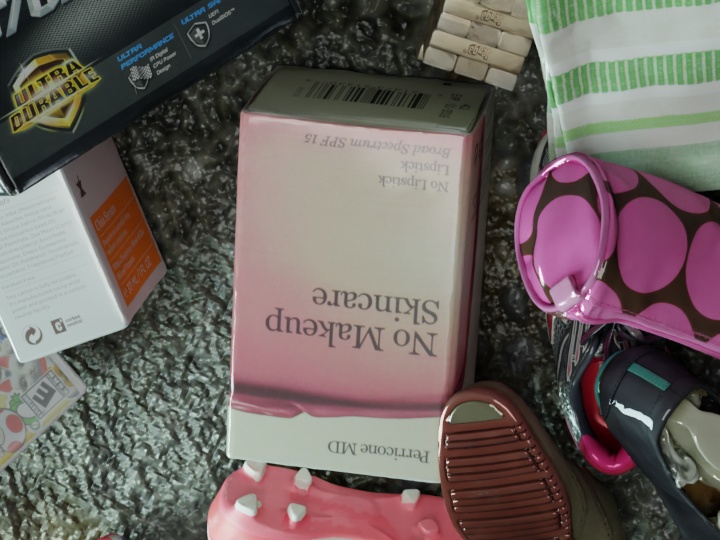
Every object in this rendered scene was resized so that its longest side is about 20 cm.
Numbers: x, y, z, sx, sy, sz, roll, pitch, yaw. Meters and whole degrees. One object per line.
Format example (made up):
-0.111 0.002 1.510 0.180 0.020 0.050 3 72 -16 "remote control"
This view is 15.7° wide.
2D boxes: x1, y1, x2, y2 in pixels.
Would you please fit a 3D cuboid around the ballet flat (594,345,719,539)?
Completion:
0.197 0.114 1.409 0.073 0.073 0.200 -28 129 17 "ballet flat"

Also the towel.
0.160 -0.112 1.307 0.152 0.023 0.201 -7 136 8 "towel"

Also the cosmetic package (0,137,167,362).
-0.184 -0.063 1.443 0.071 0.101 0.201 -19 105 15 "cosmetic package"

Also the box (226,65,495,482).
0.000 0.000 1.427 0.127 0.109 0.201 6 109 8 "box"

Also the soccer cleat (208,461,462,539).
0.009 0.165 1.501 0.199 0.067 0.077 15 136 -2 "soccer cleat"

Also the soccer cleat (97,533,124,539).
-0.206 0.229 1.572 0.199 0.067 0.077 -28 70 23 "soccer cleat"

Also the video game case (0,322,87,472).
-0.283 0.052 1.476 0.182 0.023 0.200 -44 97 -24 "video game case"

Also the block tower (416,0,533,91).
0.086 -0.192 1.372 0.054 0.058 0.201 17 112 -5 "block tower"

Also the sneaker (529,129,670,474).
0.138 0.013 1.425 0.080 0.075 0.201 -8 106 12 "sneaker"

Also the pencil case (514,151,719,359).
0.172 0.008 1.359 0.199 0.094 0.091 18 159 -32 "pencil case"

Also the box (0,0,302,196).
-0.148 -0.155 1.367 0.200 0.046 0.160 -34 107 -24 "box"

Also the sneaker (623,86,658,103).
0.183 -0.156 1.372 0.199 0.077 0.085 -30 91 10 "sneaker"

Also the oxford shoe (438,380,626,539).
0.098 0.127 1.427 0.070 0.075 0.201 -3 129 29 "oxford shoe"
